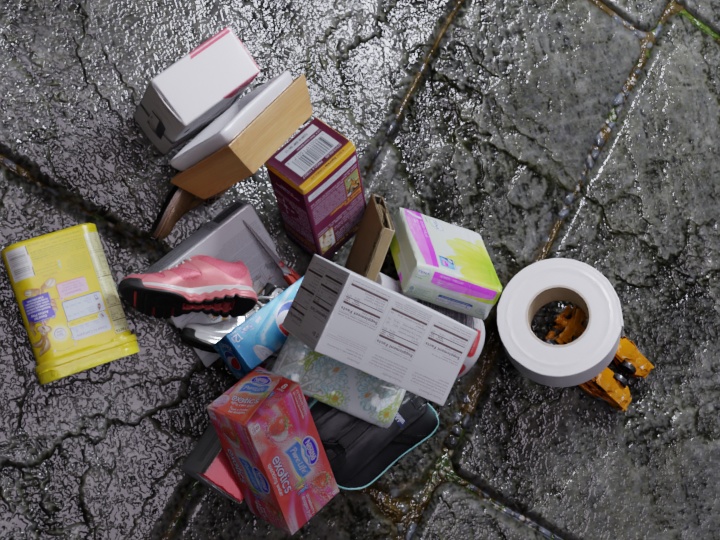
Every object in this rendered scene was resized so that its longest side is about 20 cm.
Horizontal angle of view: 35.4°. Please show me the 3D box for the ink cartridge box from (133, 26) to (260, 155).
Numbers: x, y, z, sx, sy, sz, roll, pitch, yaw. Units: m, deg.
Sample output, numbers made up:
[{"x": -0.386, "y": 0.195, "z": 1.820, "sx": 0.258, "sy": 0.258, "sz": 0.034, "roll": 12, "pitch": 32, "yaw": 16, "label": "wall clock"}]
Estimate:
[{"x": -0.244, "y": -0.259, "z": 1.659, "sx": 0.146, "sy": 0.200, "sz": 0.085, "roll": -39, "pitch": 98, "yaw": -18, "label": "ink cartridge box"}]

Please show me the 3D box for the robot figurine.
[{"x": 0.395, "y": 0.140, "z": 1.912, "sx": 0.200, "sy": 0.058, "sz": 0.145, "roll": 41, "pitch": 73, "yaw": -11, "label": "robot figurine"}]

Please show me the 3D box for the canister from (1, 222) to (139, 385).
[{"x": -0.420, "y": 0.046, "z": 1.629, "sx": 0.148, "sy": 0.087, "sz": 0.201, "roll": -18, "pitch": 89, "yaw": -20, "label": "canister"}]

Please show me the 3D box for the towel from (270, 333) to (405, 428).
[{"x": -0.008, "y": 0.114, "z": 1.600, "sx": 0.199, "sy": 0.048, "sz": 0.172, "roll": 26, "pitch": 87, "yaw": -22, "label": "towel"}]

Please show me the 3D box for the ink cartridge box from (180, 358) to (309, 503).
[{"x": -0.161, "y": 0.232, "z": 1.650, "sx": 0.084, "sy": 0.176, "sz": 0.200, "roll": 37, "pitch": 75, "yaw": -12, "label": "ink cartridge box"}]

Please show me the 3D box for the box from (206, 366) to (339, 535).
[{"x": -0.117, "y": 0.247, "z": 1.549, "sx": 0.103, "sy": 0.094, "sz": 0.201, "roll": -37, "pitch": 125, "yaw": -32, "label": "box"}]

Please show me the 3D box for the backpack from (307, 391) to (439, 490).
[{"x": -0.012, "y": 0.229, "z": 1.712, "sx": 0.200, "sy": 0.153, "sz": 0.176, "roll": -43, "pitch": 105, "yaw": -24, "label": "backpack"}]

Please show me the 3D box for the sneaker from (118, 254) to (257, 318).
[{"x": -0.252, "y": 0.018, "z": 1.644, "sx": 0.199, "sy": 0.074, "sz": 0.087, "roll": 4, "pitch": 55, "yaw": -19, "label": "sneaker"}]

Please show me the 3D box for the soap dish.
[{"x": -0.169, "y": -0.194, "z": 1.645, "sx": 0.081, "sy": 0.157, "sz": 0.200, "roll": 52, "pitch": 49, "yaw": -16, "label": "soap dish"}]

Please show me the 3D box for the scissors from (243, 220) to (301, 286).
[{"x": -0.115, "y": 0.004, "z": 1.726, "sx": 0.200, "sy": 0.014, "sz": 0.073, "roll": 44, "pitch": 35, "yaw": -33, "label": "scissors"}]

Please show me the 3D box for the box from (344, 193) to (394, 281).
[{"x": 0.000, "y": 0.000, "z": 1.696, "sx": 0.021, "sy": 0.164, "sz": 0.201, "roll": 16, "pitch": 109, "yaw": -12, "label": "box"}]

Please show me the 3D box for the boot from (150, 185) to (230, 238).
[{"x": -0.245, "y": -0.120, "z": 1.716, "sx": 0.075, "sy": 0.074, "sz": 0.200, "roll": 38, "pitch": 71, "yaw": -18, "label": "boot"}]

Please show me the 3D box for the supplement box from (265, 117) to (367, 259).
[{"x": -0.062, "y": -0.117, "z": 1.704, "sx": 0.086, "sy": 0.200, "sz": 0.110, "roll": 38, "pitch": 69, "yaw": 26, "label": "supplement box"}]

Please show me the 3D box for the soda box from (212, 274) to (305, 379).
[{"x": -0.116, "y": 0.072, "z": 1.657, "sx": 0.200, "sy": 0.068, "sz": 0.064, "roll": -39, "pitch": 91, "yaw": -30, "label": "soda box"}]

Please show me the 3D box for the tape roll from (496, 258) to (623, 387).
[{"x": 0.324, "y": 0.084, "z": 1.834, "sx": 0.202, "sy": 0.071, "sz": 0.203, "roll": -4, "pitch": 68, "yaw": 11, "label": "tape roll"}]

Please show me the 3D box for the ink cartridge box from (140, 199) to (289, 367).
[{"x": -0.211, "y": 0.019, "z": 1.727, "sx": 0.200, "sy": 0.044, "sz": 0.174, "roll": -40, "pitch": 122, "yaw": -18, "label": "ink cartridge box"}]

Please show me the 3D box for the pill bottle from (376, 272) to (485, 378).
[{"x": 0.086, "y": 0.083, "z": 1.767, "sx": 0.200, "sy": 0.114, "sz": 0.114, "roll": 27, "pitch": 76, "yaw": -24, "label": "pill bottle"}]

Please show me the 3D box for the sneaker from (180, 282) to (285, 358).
[{"x": -0.175, "y": 0.072, "z": 1.711, "sx": 0.200, "sy": 0.076, "sz": 0.116, "roll": 12, "pitch": 80, "yaw": -32, "label": "sneaker"}]

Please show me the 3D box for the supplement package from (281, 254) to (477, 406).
[{"x": 0.022, "y": 0.078, "z": 1.497, "sx": 0.199, "sy": 0.156, "sz": 0.111, "roll": 26, "pitch": 90, "yaw": -22, "label": "supplement package"}]

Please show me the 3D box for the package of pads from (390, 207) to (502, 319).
[{"x": 0.131, "y": -0.014, "z": 1.769, "sx": 0.154, "sy": 0.200, "sz": 0.068, "roll": 18, "pitch": 116, "yaw": -17, "label": "package of pads"}]
